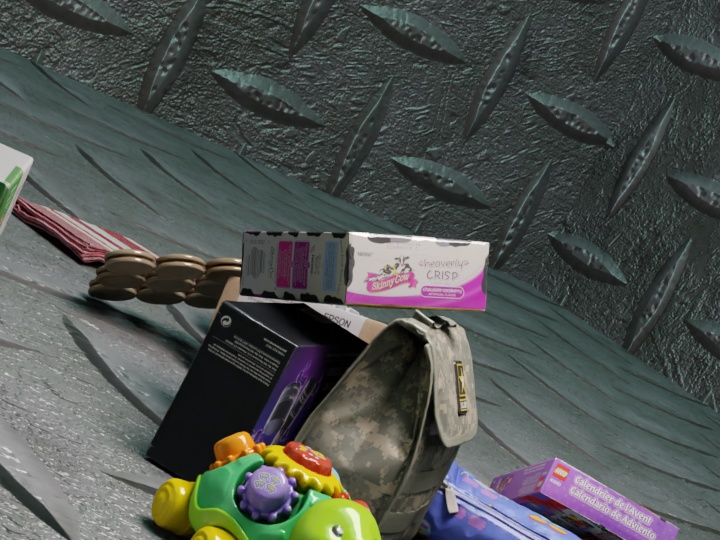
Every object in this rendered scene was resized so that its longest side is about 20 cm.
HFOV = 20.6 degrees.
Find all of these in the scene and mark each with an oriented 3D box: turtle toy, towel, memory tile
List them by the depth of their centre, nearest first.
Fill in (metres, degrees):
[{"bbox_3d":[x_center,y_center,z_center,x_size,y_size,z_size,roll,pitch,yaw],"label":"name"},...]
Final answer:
[{"bbox_3d":[-0.048,0.180,1.383,0.145,0.101,0.200,24,8,-30],"label":"turtle toy"},{"bbox_3d":[-0.165,0.010,1.977,0.199,0.017,0.153,6,-17,-14],"label":"memory tile"},{"bbox_3d":[-0.288,-0.026,2.255,0.144,0.023,0.200,31,6,38],"label":"towel"}]

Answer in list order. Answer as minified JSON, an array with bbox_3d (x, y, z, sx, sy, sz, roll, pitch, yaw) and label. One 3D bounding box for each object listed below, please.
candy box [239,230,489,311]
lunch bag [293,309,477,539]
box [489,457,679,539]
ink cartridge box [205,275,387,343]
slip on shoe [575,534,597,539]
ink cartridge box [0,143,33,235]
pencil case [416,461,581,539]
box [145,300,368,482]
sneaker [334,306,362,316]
[{"bbox_3d":[0.000,0.000,1.674,0.136,0.061,0.200,4,-1,-28],"label":"candy box"},{"bbox_3d":[0.027,0.128,1.645,0.117,0.201,0.164,29,6,13],"label":"lunch bag"},{"bbox_3d":[0.207,0.237,1.905,0.136,0.039,0.200,30,-16,-6],"label":"box"},{"bbox_3d":[-0.023,0.080,1.932,0.199,0.075,0.165,18,-6,34],"label":"ink cartridge box"},{"bbox_3d":[0.199,0.272,1.856,0.200,0.061,0.074,32,10,39],"label":"slip on shoe"},{"bbox_3d":[-0.291,0.010,1.270,0.083,0.201,0.147,24,7,-8],"label":"ink cartridge box"},{"bbox_3d":[0.131,0.239,1.740,0.199,0.078,0.087,30,-22,16],"label":"pencil case"},{"bbox_3d":[-0.081,0.104,1.639,0.079,0.142,0.200,32,8,15],"label":"box"},{"bbox_3d":[-0.066,0.050,2.178,0.199,0.075,0.116,26,6,-13],"label":"sneaker"}]
